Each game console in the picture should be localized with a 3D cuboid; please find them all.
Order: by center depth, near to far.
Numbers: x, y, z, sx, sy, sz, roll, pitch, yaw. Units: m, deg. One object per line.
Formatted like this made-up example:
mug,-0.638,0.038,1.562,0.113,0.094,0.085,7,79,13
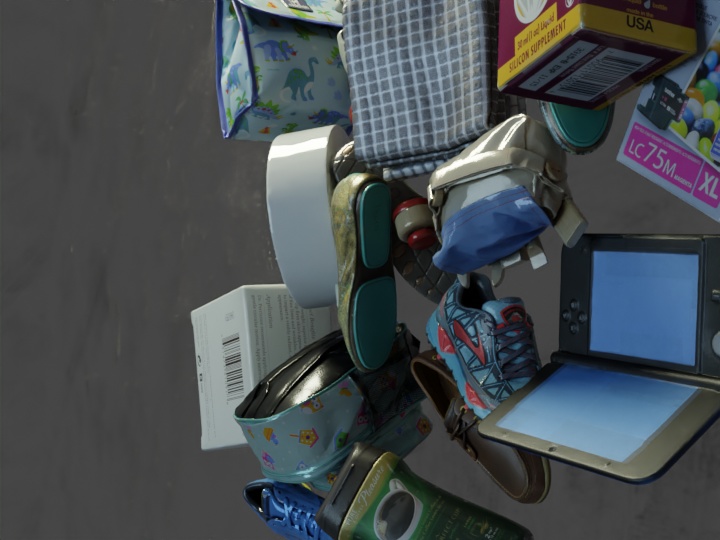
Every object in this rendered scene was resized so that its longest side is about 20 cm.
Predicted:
game console,0.192,0.057,0.740,0.199,0.117,0.173,4,94,59

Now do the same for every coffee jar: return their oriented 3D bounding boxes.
coffee jar,0.058,0.250,0.903,0.198,0.085,0.105,26,77,23

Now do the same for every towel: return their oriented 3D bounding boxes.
towel,0.068,-0.199,0.916,0.164,0.085,0.203,-8,81,27

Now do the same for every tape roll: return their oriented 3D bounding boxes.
tape roll,-0.043,-0.061,1.074,0.202,0.070,0.206,-8,-90,-77

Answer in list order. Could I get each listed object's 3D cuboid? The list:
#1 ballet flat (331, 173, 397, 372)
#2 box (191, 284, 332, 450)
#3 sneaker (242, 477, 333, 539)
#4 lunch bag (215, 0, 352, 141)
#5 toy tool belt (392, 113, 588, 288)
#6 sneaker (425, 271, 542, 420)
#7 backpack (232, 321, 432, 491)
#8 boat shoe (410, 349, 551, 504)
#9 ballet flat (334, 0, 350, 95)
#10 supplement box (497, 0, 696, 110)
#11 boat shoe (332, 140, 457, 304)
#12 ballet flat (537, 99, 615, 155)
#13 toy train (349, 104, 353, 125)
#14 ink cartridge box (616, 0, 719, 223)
ballet flat,0.000,0.000,0.961,0.070,0.070,0.203,23,118,57
box,-0.131,0.133,1.274,0.199,0.129,0.202,-23,70,58
sneaker,-0.062,0.272,1.024,0.199,0.078,0.067,10,82,55
lunch bag,-0.087,-0.268,1.167,0.127,0.168,0.203,-38,56,53
toy tool belt,0.113,-0.042,0.863,0.199,0.124,0.124,-34,59,39
sneaker,0.127,0.073,0.889,0.200,0.078,0.096,53,131,46
backpack,-0.032,0.157,1.040,0.175,0.198,0.155,-8,104,59
boat shoe,0.112,0.150,0.923,0.201,0.067,0.073,55,135,44
ballet flat,0.005,-0.290,1.106,0.073,0.072,0.203,-13,79,58
supplement box,0.180,-0.246,0.734,0.131,0.102,0.203,149,126,-68
boat shoe,0.047,-0.052,1.009,0.201,0.074,0.073,56,-177,6
ballet flat,0.179,-0.193,0.831,0.074,0.073,0.203,-19,72,58
toy train,0.053,-0.165,1.026,0.115,0.084,0.203,8,97,45
ink cartridge box,0.269,-0.150,0.689,0.119,0.041,0.202,46,127,49
